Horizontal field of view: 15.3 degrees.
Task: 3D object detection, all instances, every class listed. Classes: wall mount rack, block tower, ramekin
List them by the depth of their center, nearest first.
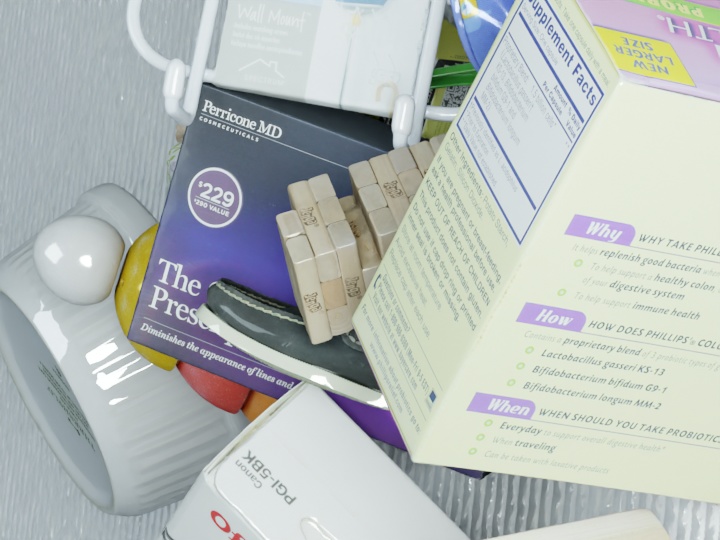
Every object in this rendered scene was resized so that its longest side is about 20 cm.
[{"bbox_3d":[0.061,-0.032,1.236,0.054,0.199,0.058,-114,8,-46],"label":"block tower"},{"bbox_3d":[-0.018,-0.147,1.284,0.075,0.198,0.175,49,-129,-79],"label":"wall mount rack"},{"bbox_3d":[-0.148,0.056,1.610,0.203,0.094,0.203,51,159,29],"label":"ramekin"}]

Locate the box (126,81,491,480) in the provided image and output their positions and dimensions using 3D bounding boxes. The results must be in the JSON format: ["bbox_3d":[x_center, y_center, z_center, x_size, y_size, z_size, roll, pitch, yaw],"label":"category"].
[{"bbox_3d":[0.000,0.000,1.344,0.079,0.199,0.142,-17,-55,-71],"label":"box"}]

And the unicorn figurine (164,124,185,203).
[{"bbox_3d":[-0.084,-0.014,1.629,0.201,0.073,0.138,60,157,26],"label":"unicorn figurine"}]

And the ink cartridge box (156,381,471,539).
[{"bbox_3d":[-0.029,0.164,1.349,0.147,0.083,0.200,45,149,6],"label":"ink cartridge box"}]

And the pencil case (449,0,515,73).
[{"bbox_3d":[0.135,-0.143,1.171,0.199,0.078,0.087,-17,96,26],"label":"pencil case"}]

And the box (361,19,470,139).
[{"bbox_3d":[0.018,-0.112,1.499,0.200,0.050,0.076,49,125,57],"label":"box"}]

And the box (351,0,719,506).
[{"bbox_3d":[0.121,-0.012,1.133,0.201,0.175,0.097,-63,32,30],"label":"box"}]

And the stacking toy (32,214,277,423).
[{"bbox_3d":[-0.083,0.015,1.466,0.146,0.199,0.147,-161,90,-85],"label":"stacking toy"}]

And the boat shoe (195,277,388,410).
[{"bbox_3d":[0.019,0.035,1.269,0.072,0.199,0.068,7,-80,-77],"label":"boat shoe"}]

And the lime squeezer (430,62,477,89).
[{"bbox_3d":[0.084,-0.084,1.350,0.199,0.038,0.071,27,88,44],"label":"lime squeezer"}]

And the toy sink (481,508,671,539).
[{"bbox_3d":[0.064,0.216,1.194,0.112,0.130,0.200,58,133,28],"label":"toy sink"}]
